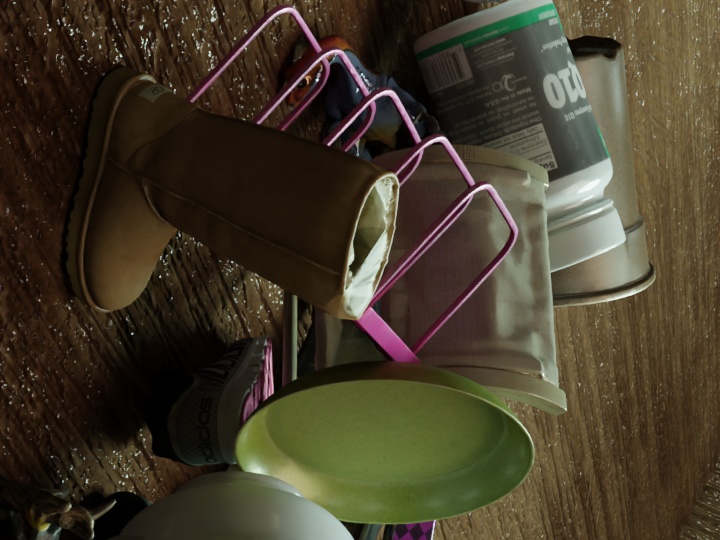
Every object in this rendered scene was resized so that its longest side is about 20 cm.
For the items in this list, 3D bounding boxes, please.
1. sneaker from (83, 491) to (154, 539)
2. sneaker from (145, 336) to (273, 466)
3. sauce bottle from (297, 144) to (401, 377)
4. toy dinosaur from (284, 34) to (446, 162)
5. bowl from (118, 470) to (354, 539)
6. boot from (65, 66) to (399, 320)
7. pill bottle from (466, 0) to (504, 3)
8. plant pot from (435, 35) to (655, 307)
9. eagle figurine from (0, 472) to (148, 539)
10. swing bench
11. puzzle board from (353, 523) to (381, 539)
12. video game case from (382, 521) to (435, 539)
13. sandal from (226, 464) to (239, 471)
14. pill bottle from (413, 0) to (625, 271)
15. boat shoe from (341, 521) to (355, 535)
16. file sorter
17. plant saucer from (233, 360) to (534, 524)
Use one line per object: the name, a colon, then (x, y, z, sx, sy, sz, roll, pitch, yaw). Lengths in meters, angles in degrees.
sneaker: (-0.181, 0.264, 1.558, 0.202, 0.067, 0.108, -66, 154, -12)
sneaker: (-0.109, 0.094, 1.568, 0.200, 0.087, 0.074, -76, 163, -78)
sauce bottle: (0.000, 0.000, 1.742, 0.200, 0.066, 0.066, -63, 159, -3)
toy dinosaur: (-0.008, -0.120, 1.624, 0.105, 0.200, 0.182, -27, 130, 2)
bowl: (-0.083, 0.198, 1.476, 0.201, 0.200, 0.091, 84, 6, -53)
boot: (-0.082, -0.016, 1.320, 0.066, 0.200, 0.176, -35, 142, -47)
pill bottle: (0.089, -0.295, 1.573, 0.116, 0.116, 0.200, -55, 157, -29)
plant pot: (0.142, -0.089, 1.801, 0.200, 0.200, 0.199, -27, 118, -60)
eagle figurine: (-0.228, 0.226, 1.339, 0.152, 0.150, 0.201, 25, 77, -80)
swing bench: (0.038, 0.038, 1.551, 0.200, 0.129, 0.199, -44, -142, 45)
puzzle board: (-0.018, 0.267, 1.747, 0.151, 0.017, 0.200, 114, -1, -62)
video game case: (0.044, 0.175, 1.736, 0.181, 0.036, 0.201, 100, 0, -83)
sandal: (-0.115, 0.185, 1.679, 0.070, 0.077, 0.212, 50, 53, -33)
pill bottle: (0.124, -0.101, 1.657, 0.113, 0.113, 0.201, -26, 97, -60)
boat shoe: (-0.043, 0.229, 1.684, 0.200, 0.072, 0.072, -72, 175, -48)
file sorter: (-0.011, -0.056, 1.415, 0.125, 0.200, 0.139, -47, 158, -3)
plant saucer: (0.016, 0.111, 1.452, 0.200, 0.199, 0.031, 80, 10, -56)
